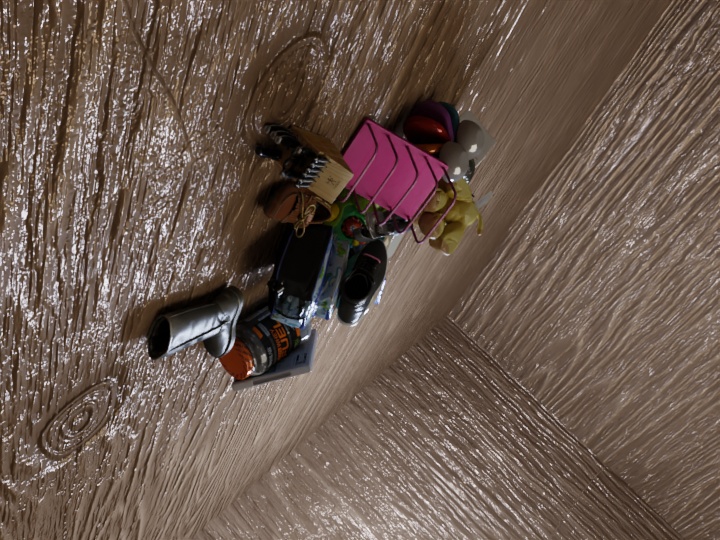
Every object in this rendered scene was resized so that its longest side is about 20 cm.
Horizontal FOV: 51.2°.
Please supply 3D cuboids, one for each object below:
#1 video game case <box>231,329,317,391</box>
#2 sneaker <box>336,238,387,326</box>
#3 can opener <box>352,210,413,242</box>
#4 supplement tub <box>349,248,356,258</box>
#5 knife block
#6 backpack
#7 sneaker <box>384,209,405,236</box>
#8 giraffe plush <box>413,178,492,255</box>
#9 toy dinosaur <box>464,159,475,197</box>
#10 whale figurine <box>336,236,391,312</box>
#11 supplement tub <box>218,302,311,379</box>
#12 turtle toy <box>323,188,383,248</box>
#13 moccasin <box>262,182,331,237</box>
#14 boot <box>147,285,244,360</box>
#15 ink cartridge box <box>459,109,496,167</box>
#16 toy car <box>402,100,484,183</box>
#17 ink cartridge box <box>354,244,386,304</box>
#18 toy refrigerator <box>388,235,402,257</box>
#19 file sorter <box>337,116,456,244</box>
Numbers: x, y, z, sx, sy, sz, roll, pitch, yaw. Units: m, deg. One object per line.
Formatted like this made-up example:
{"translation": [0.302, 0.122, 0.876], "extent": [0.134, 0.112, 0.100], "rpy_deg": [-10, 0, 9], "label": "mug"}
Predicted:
{"translation": [-0.191, 0.202, 1.718], "extent": [0.180, 0.022, 0.200], "rpy_deg": [-15, -162, 6], "label": "video game case"}
{"translation": [0.013, 0.006, 1.474], "extent": [0.100, 0.070, 0.202], "rpy_deg": [107, 6, -62], "label": "sneaker"}
{"translation": [0.043, -0.092, 1.534], "extent": [0.066, 0.054, 0.199], "rpy_deg": [-18, 179, 25], "label": "can opener"}
{"translation": [-0.079, 0.024, 1.751], "extent": [0.107, 0.107, 0.201], "rpy_deg": [-36, 162, -37], "label": "supplement tub"}
{"translation": [-0.102, -0.194, 1.220], "extent": [0.064, 0.175, 0.201], "rpy_deg": [-49, -149, 14], "label": "knife block"}
{"translation": [-0.107, 0.020, 1.491], "extent": [0.200, 0.145, 0.185], "rpy_deg": [118, -12, -60], "label": "backpack"}
{"translation": [0.071, -0.140, 1.733], "extent": [0.074, 0.080, 0.201], "rpy_deg": [-56, -172, 38], "label": "sneaker"}
{"translation": [0.169, -0.144, 1.668], "extent": [0.198, 0.161, 0.175], "rpy_deg": [-21, 115, -35], "label": "giraffe plush"}
{"translation": [0.214, -0.246, 1.704], "extent": [0.102, 0.200, 0.077], "rpy_deg": [-39, -167, 11], "label": "toy dinosaur"}
{"translation": [0.000, 0.000, 1.614], "extent": [0.159, 0.103, 0.202], "rpy_deg": [129, -16, -72], "label": "whale figurine"}
{"translation": [-0.213, 0.149, 1.657], "extent": [0.199, 0.122, 0.123], "rpy_deg": [-35, 162, -43], "label": "supplement tub"}
{"translation": [-0.012, -0.114, 1.585], "extent": [0.145, 0.101, 0.201], "rpy_deg": [-36, 162, -39], "label": "turtle toy"}
{"translation": [-0.109, -0.109, 1.358], "extent": [0.074, 0.078, 0.201], "rpy_deg": [-50, 166, 11], "label": "moccasin"}
{"translation": [-0.312, 0.124, 1.403], "extent": [0.200, 0.072, 0.184], "rpy_deg": [-39, 151, -55], "label": "boot"}
{"translation": [0.211, -0.270, 1.773], "extent": [0.200, 0.116, 0.067], "rpy_deg": [-46, -164, -1], "label": "ink cartridge box"}
{"translation": [0.148, -0.275, 1.565], "extent": [0.200, 0.173, 0.151], "rpy_deg": [-52, 131, -39], "label": "toy car"}
{"translation": [0.019, -0.010, 1.786], "extent": [0.137, 0.075, 0.203], "rpy_deg": [103, -11, -62], "label": "ink cartridge box"}
{"translation": [0.072, -0.112, 1.898], "extent": [0.070, 0.076, 0.201], "rpy_deg": [-35, 161, -39], "label": "toy refrigerator"}
{"translation": [0.063, -0.161, 1.419], "extent": [0.140, 0.198, 0.126], "rpy_deg": [-53, -152, 24], "label": "file sorter"}
